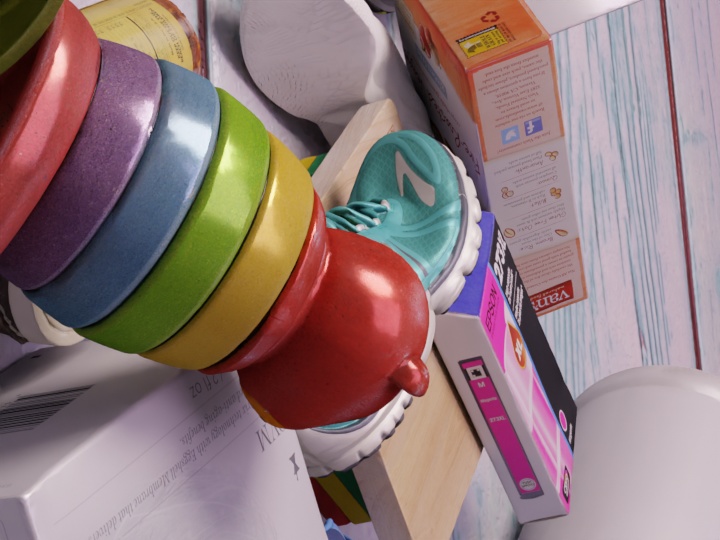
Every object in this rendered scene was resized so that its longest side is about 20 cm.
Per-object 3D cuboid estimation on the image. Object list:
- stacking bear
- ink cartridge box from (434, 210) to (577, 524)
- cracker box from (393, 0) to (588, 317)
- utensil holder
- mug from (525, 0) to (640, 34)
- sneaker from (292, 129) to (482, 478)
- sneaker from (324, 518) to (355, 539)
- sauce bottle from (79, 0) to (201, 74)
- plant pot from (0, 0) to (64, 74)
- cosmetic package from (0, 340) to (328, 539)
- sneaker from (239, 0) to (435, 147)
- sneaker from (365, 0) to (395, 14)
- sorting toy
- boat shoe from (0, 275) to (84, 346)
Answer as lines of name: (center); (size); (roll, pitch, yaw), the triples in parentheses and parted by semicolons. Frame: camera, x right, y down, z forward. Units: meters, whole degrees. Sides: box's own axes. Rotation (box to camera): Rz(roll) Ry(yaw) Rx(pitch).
stacking bear: (-0.062, -0.007, 0.799); (0.200, 0.114, 0.121); (31, 5, -25)
ink cartridge box: (0.075, 0.040, 1.202); (0.095, 0.037, 0.200); (-77, 146, -51)
cracker box: (0.075, -0.084, 1.253); (0.134, 0.057, 0.201); (-119, -169, -47)
utensil holder: (0.182, 0.185, 1.364); (0.171, 0.169, 0.200); (67, 31, -24)
mug: (0.114, -0.241, 1.353); (0.147, 0.200, 0.176); (-24, 95, -39)
sneaker: (0.000, 0.000, 0.981); (0.080, 0.077, 0.201); (50, 40, -29)
sneaker: (-0.021, 0.165, 1.067); (0.200, 0.074, 0.083); (43, 42, -52)
sauce bottle: (-0.139, -0.074, 0.931); (0.200, 0.066, 0.066); (-36, 113, -59)
plant pot: (-0.179, -0.190, 0.779); (0.193, 0.199, 0.201); (-81, 150, -56)
cosmetic package: (-0.101, 0.148, 0.856); (0.199, 0.122, 0.201); (-39, 117, -61)
sneaker: (-0.016, -0.130, 1.207); (0.200, 0.075, 0.089); (55, 25, -54)
sneaker: (0.002, -0.217, 1.251); (0.200, 0.076, 0.076); (24, 61, -57)
sorting toy: (-0.004, 0.039, 1.137); (0.200, 0.069, 0.200); (-60, 133, -63)
boat shoe: (-0.116, -0.016, 0.953); (0.200, 0.059, 0.072); (-36, 125, -60)
